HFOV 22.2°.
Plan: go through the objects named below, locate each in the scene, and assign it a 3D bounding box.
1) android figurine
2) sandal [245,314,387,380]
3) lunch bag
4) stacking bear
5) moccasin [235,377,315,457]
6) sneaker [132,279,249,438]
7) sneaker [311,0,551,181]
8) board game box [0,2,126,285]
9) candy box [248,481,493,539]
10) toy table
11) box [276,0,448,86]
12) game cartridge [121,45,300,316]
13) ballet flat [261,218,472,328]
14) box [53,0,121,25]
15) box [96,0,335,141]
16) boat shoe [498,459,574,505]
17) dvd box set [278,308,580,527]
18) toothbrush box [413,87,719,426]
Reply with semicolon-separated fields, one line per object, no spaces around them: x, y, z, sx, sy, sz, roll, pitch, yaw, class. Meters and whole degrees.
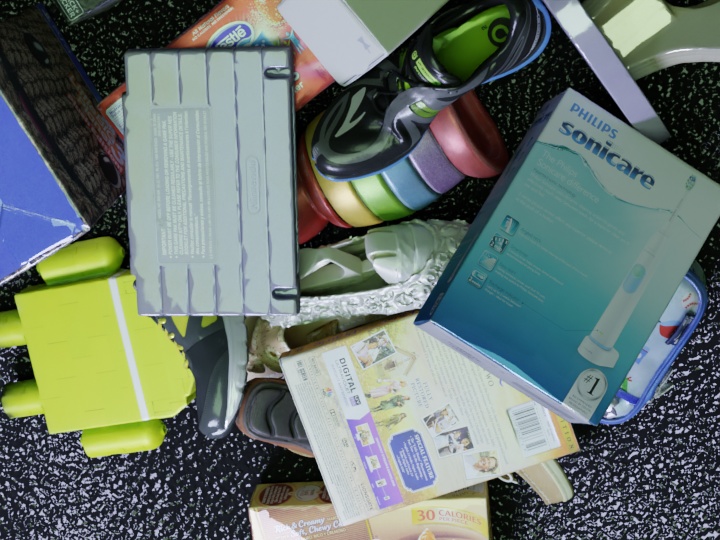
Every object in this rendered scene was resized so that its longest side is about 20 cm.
-0.207;0.064;1.504;0.199;0.041;0.183;-11;100;15;android figurine
-0.047;0.044;1.474;0.211;0.070;0.078;-25;102;13;sandal
0.168;0.026;1.446;0.199;0.076;0.161;32;109;-3;lunch bag
-0.003;-0.083;1.417;0.199;0.114;0.122;-26;104;18;stacking bear
-0.008;0.132;1.495;0.200;0.078;0.074;9;91;-13;moccasin
-0.134;0.034;1.433;0.084;0.075;0.201;-3;74;-10;sneaker
0.042;-0.138;1.300;0.199;0.083;0.071;-35;73;12;sneaker
-0.262;-0.098;1.387;0.097;0.200;0.160;-29;102;12;board game box
0.012;0.236;1.531;0.199;0.055;0.116;-3;106;8;candy box
0.210;-0.188;1.336;0.117;0.200;0.184;-36;61;10;toy table
0.044;-0.231;1.322;0.200;0.095;0.078;-44;98;-23;box
-0.111;-0.066;1.363;0.129;0.038;0.201;1;102;10;game cartridge
0.000;0.000;1.403;0.199;0.072;0.072;-15;104;20;ballet flat
-0.139;-0.265;1.372;0.199;0.117;0.060;-29;99;15;box
-0.091;-0.155;1.407;0.200;0.096;0.100;-37;99;14;box
0.091;0.119;1.472;0.063;0.073;0.201;-42;102;1;boat shoe
0.054;0.100;1.419;0.199;0.029;0.147;-20;101;9;dvd box set
0.153;-0.009;1.341;0.146;0.085;0.201;31;85;-5;toothbrush box
